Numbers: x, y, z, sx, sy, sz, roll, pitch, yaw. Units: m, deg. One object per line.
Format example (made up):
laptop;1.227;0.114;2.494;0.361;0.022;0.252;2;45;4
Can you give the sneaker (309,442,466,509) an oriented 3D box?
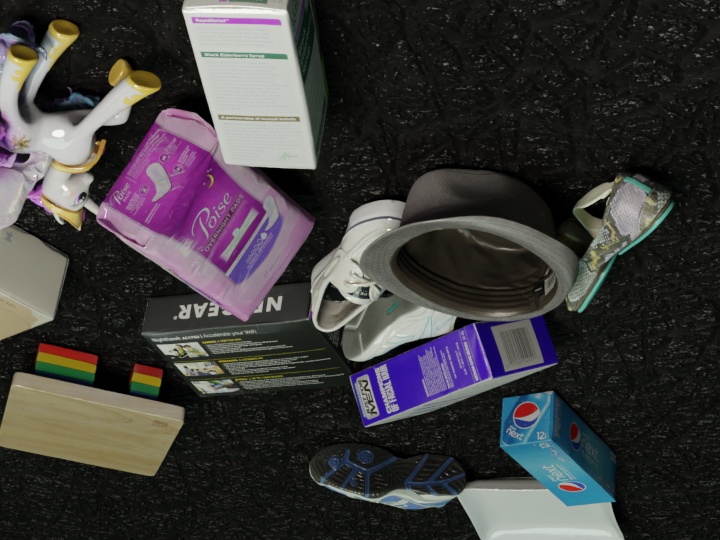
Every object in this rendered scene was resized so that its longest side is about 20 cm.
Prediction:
sneaker;0.031;0.272;1.897;0.199;0.076;0.077;11;146;-5

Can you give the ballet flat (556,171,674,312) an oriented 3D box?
ballet flat;0.217;-0.032;1.352;0.072;0.072;0.200;12;150;-10

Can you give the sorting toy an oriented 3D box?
sorting toy;-0.323;0.165;1.787;0.199;0.070;0.199;13;150;-13

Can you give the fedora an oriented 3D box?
fedora;0.102;-0.032;1.333;0.199;0.091;0.177;20;148;-22

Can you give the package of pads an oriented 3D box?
package of pads;-0.129;-0.045;1.300;0.076;0.121;0.200;28;173;32

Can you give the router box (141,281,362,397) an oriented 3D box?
router box;-0.114;0.077;1.607;0.199;0.051;0.149;-6;147;20

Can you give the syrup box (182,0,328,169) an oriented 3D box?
syrup box;-0.076;-0.167;1.143;0.081;0.079;0.200;3;150;6

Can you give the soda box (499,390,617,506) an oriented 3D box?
soda box;0.238;0.214;1.767;0.068;0.064;0.200;-11;146;29

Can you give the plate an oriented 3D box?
plate;0.242;0.317;1.979;0.199;0.032;0.200;-2;150;17

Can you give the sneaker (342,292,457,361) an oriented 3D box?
sneaker;0.051;0.049;1.510;0.080;0.071;0.200;16;151;-30

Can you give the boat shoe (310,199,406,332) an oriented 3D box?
boat shoe;0.000;0.000;1.434;0.072;0.066;0.200;19;148;-21

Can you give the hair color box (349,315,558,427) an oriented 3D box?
hair color box;0.095;0.104;1.558;0.109;0.065;0.200;-8;165;-44

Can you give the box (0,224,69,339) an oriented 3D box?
box;-0.405;0.023;1.544;0.200;0.078;0.095;-20;141;39

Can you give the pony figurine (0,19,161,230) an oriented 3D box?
pony figurine;-0.279;-0.113;1.233;0.192;0.167;0.200;10;136;-24
